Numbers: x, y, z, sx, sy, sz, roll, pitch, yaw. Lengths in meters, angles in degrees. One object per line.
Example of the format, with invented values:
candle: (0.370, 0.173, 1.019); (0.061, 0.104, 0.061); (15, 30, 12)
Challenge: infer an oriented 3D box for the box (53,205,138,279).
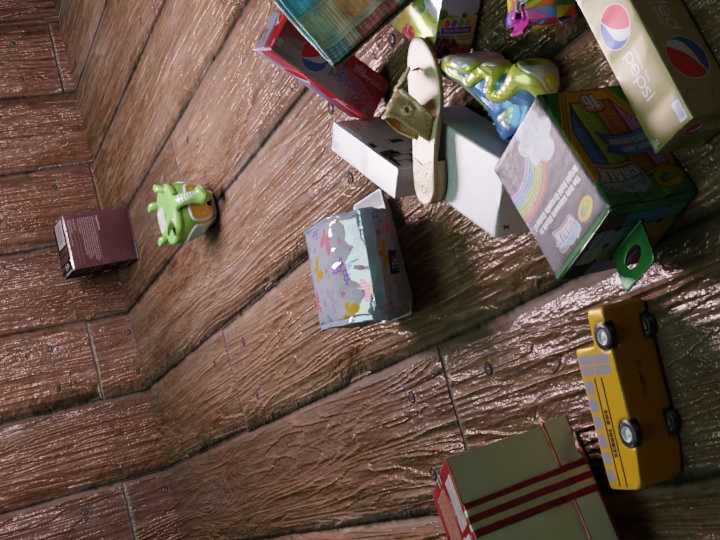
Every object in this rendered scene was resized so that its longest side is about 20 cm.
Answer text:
box: (-0.789, -0.082, 3.095); (0.166, 0.198, 0.166); (-23, 79, 63)

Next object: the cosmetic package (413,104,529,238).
cosmetic package: (0.150, -0.132, 1.332); (0.200, 0.071, 0.102); (44, 137, 50)

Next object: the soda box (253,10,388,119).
soda box: (-0.055, -0.301, 1.538); (0.063, 0.199, 0.071); (19, 81, 57)

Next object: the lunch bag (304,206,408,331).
lunch bag: (0.000, 0.000, 1.581); (0.200, 0.126, 0.171); (153, 106, -73)

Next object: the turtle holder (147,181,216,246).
turtle holder: (-0.398, -0.146, 2.362); (0.141, 0.131, 0.187); (58, 146, 37)

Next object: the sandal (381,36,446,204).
sandal: (0.062, -0.188, 1.329); (0.077, 0.069, 0.214); (11, 109, 62)

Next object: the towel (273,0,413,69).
towel: (-0.025, -0.367, 1.399); (0.022, 0.146, 0.200); (42, -171, -47)

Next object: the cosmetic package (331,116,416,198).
cosmetic package: (0.038, -0.171, 1.534); (0.200, 0.082, 0.051); (42, 134, 50)

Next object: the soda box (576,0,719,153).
soda box: (0.289, -0.219, 1.024); (0.202, 0.067, 0.064); (69, 152, 19)

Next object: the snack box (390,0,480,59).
snack box: (0.093, -0.401, 1.348); (0.169, 0.067, 0.202); (51, 141, 46)

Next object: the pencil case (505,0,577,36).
pencil case: (0.192, -0.363, 1.147); (0.088, 0.088, 0.202); (7, 105, 63)

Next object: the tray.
tray: (0.041, -0.022, 1.651); (0.107, 0.022, 0.202); (-25, 77, 62)

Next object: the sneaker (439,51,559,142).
sneaker: (0.163, -0.210, 1.274); (0.200, 0.075, 0.106); (27, 124, 57)

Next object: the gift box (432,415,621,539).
gift box: (0.208, 0.295, 1.248); (0.200, 0.185, 0.186); (101, 151, -66)

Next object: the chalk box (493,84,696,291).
chalk box: (0.253, -0.077, 1.092); (0.201, 0.123, 0.125); (64, 149, 26)

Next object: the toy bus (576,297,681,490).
toy bus: (0.295, 0.136, 1.154); (0.078, 0.065, 0.202); (-22, 80, 65)
